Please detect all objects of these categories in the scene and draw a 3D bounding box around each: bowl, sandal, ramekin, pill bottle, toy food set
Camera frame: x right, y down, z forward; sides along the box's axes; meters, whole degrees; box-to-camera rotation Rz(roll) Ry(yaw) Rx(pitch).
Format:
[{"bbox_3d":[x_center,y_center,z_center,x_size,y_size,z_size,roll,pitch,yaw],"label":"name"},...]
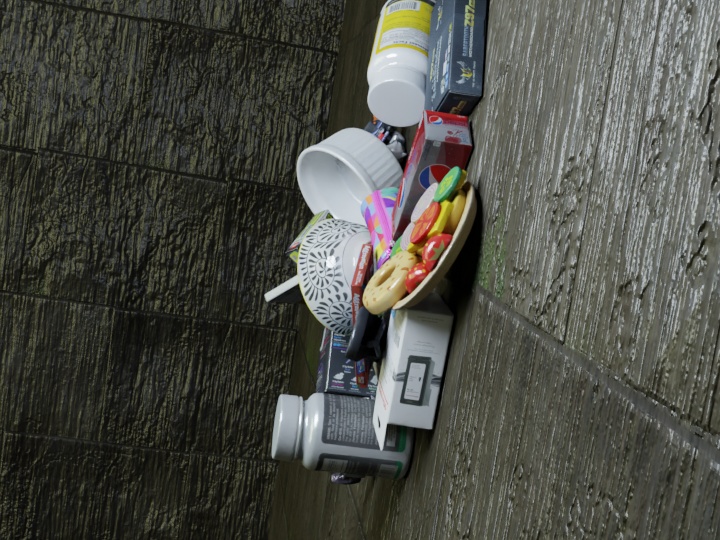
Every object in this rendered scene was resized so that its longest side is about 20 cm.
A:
[{"bbox_3d":[0.000,0.000,1.607,0.094,0.200,0.203,-18,59,45],"label":"bowl"},{"bbox_3d":[0.021,0.096,1.381,0.200,0.042,0.077,24,-98,-76],"label":"sandal"},{"bbox_3d":[-0.011,-0.155,1.720,0.098,0.200,0.201,-41,-15,-30],"label":"ramekin"},{"bbox_3d":[0.071,-0.329,1.508,0.115,0.113,0.202,109,174,-54],"label":"pill bottle"},{"bbox_3d":[0.082,-0.038,1.251,0.200,0.048,0.199,-38,24,59],"label":"toy food set"},{"bbox_3d":[-0.027,0.242,1.430,0.113,0.198,0.114,-172,90,-82],"label":"pill bottle"}]

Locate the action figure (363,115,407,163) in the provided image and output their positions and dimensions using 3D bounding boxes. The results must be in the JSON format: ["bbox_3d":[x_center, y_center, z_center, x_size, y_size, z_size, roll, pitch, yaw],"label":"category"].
[{"bbox_3d":[0.055,-0.263,1.835,0.200,0.104,0.194,-51,26,17],"label":"action figure"}]

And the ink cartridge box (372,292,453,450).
[{"bbox_3d":[0.069,0.137,1.321,0.116,0.067,0.202,-110,29,-75],"label":"ink cartridge box"}]

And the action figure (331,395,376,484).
[{"bbox_3d":[0.008,0.288,1.610,0.201,0.069,0.131,113,168,-51],"label":"action figure"}]

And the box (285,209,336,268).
[{"bbox_3d":[-0.034,0.007,1.663,0.035,0.201,0.110,-17,28,45],"label":"box"}]

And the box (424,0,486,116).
[{"bbox_3d":[0.132,-0.310,1.363,0.158,0.050,0.202,125,151,-75],"label":"box"}]

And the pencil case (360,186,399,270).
[{"bbox_3d":[0.052,-0.054,1.511,0.201,0.087,0.089,-107,25,-56],"label":"pencil case"}]

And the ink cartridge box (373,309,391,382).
[{"bbox_3d":[0.053,0.091,1.554,0.200,0.047,0.147,-111,29,-69],"label":"ink cartridge box"}]

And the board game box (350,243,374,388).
[{"bbox_3d":[0.006,0.071,1.476,0.103,0.019,0.202,-77,-13,-52],"label":"board game box"}]

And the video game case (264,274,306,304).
[{"bbox_3d":[-0.063,0.027,1.780,0.142,0.199,0.018,-30,70,29],"label":"video game case"}]

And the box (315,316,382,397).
[{"bbox_3d":[-0.016,0.143,1.770,0.122,0.105,0.202,125,152,-68],"label":"box"}]

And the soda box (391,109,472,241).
[{"bbox_3d":[0.098,-0.126,1.362,0.201,0.069,0.064,107,167,-46],"label":"soda box"}]
